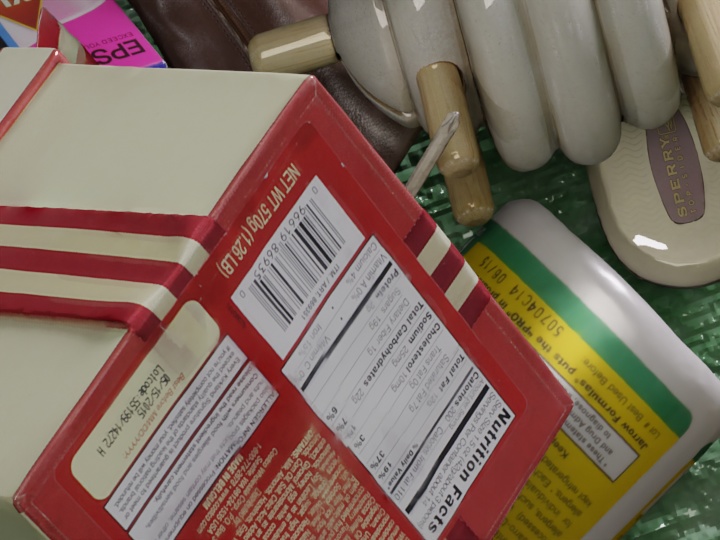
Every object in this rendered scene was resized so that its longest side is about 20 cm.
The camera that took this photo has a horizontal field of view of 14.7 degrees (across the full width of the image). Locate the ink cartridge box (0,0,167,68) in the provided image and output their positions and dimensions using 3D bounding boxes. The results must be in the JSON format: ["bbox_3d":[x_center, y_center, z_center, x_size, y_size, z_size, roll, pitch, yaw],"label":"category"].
[{"bbox_3d":[-0.139,-0.085,1.025,0.094,0.037,0.200,-20,55,-27],"label":"ink cartridge box"}]

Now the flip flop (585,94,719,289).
[{"bbox_3d":[0.098,-0.091,1.022,0.081,0.058,0.201,-15,72,7],"label":"flip flop"}]

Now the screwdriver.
[{"bbox_3d":[0.000,0.000,0.946,0.028,0.200,0.029,36,63,3],"label":"screwdriver"}]

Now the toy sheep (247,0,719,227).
[{"bbox_3d":[0.059,-0.093,0.941,0.199,0.138,0.139,-13,79,0],"label":"toy sheep"}]

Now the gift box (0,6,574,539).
[{"bbox_3d":[-0.076,0.029,0.868,0.186,0.200,0.185,6,49,48],"label":"gift box"}]

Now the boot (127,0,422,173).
[{"bbox_3d":[-0.020,-0.127,1.013,0.200,0.064,0.186,55,130,10],"label":"boot"}]

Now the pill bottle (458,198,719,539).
[{"bbox_3d":[0.026,0.081,0.982,0.200,0.113,0.113,-46,77,1],"label":"pill bottle"}]
